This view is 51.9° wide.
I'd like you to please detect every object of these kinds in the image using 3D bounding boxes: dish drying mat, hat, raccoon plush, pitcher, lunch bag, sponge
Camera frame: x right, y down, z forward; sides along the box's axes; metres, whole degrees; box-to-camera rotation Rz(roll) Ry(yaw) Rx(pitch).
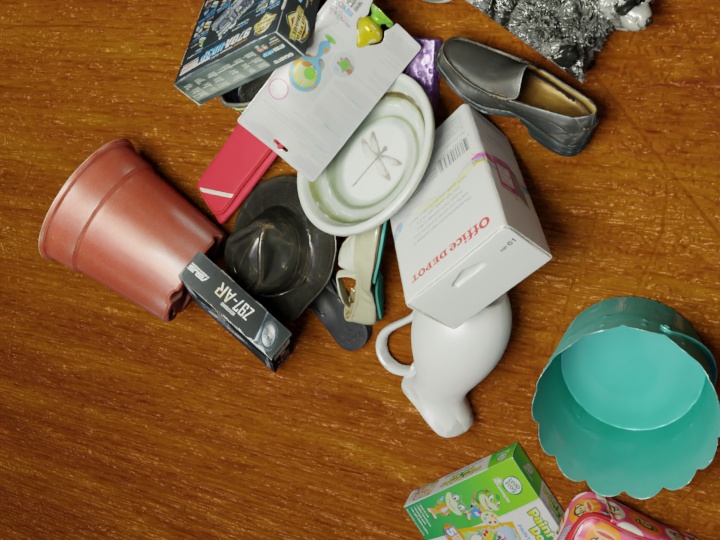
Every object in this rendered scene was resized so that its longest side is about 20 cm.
[{"bbox_3d":[-0.160,-0.153,1.008,0.200,0.018,0.078,-45,70,36],"label":"dish drying mat"},{"bbox_3d":[-0.128,-0.028,0.978,0.197,0.080,0.206,4,96,39],"label":"hat"},{"bbox_3d":[0.209,-0.296,0.766,0.199,0.097,0.135,38,111,9],"label":"raccoon plush"},{"bbox_3d":[0.098,0.085,0.940,0.170,0.120,0.203,34,131,25],"label":"pitcher"},{"bbox_3d":[0.329,0.394,0.926,0.196,0.082,0.180,22,103,6],"label":"lunch bag"},{"bbox_3d":[0.002,-0.235,0.914,0.196,0.030,0.114,12,112,21],"label":"sponge"}]

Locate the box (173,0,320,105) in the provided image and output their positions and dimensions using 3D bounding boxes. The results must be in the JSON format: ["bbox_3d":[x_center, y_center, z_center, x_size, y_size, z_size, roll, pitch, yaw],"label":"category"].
[{"bbox_3d":[-0.126,-0.296,0.862,0.197,0.162,0.046,-10,149,43],"label":"box"}]

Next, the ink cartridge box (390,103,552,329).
[{"bbox_3d":[0.111,-0.060,0.825,0.084,0.203,0.144,28,127,-32],"label":"ink cartridge box"}]

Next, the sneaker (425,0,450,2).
[{"bbox_3d":[0.012,-0.339,0.823,0.196,0.115,0.077,10,112,21],"label":"sneaker"}]

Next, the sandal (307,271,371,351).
[{"bbox_3d":[-0.062,0.028,1.026,0.200,0.043,0.076,46,120,4],"label":"sandal"}]

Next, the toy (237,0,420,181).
[{"bbox_3d":[-0.037,-0.218,0.852,0.114,0.047,0.200,36,108,-19],"label":"toy"}]

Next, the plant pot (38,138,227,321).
[{"bbox_3d":[-0.306,-0.044,1.040,0.194,0.201,0.202,35,119,1],"label":"plant pot"}]

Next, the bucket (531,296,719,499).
[{"bbox_3d":[0.304,0.136,0.842,0.203,0.135,0.212,9,112,23],"label":"bucket"}]

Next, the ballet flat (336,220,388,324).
[{"bbox_3d":[0.000,0.000,0.934,0.068,0.070,0.202,21,142,17],"label":"ballet flat"}]

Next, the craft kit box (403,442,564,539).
[{"bbox_3d":[0.191,0.367,1.029,0.196,0.048,0.202,-35,91,27],"label":"craft kit box"}]

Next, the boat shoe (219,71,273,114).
[{"bbox_3d":[-0.083,-0.244,0.894,0.198,0.060,0.073,-23,91,26],"label":"boat shoe"}]

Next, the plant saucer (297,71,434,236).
[{"bbox_3d":[0.012,-0.131,0.868,0.197,0.050,0.205,-16,63,34],"label":"plant saucer"}]

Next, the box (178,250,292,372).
[{"bbox_3d":[-0.163,0.063,1.007,0.160,0.200,0.044,41,77,3],"label":"box"}]

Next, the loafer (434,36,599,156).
[{"bbox_3d":[0.173,-0.205,0.809,0.197,0.072,0.074,29,75,7],"label":"loafer"}]
